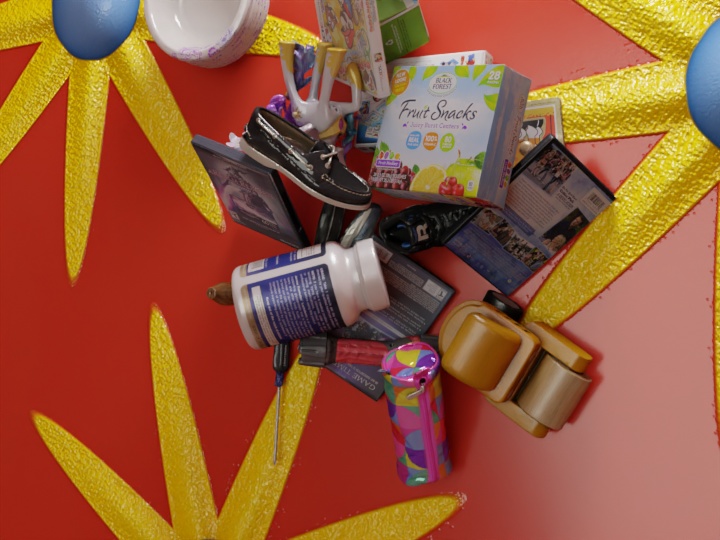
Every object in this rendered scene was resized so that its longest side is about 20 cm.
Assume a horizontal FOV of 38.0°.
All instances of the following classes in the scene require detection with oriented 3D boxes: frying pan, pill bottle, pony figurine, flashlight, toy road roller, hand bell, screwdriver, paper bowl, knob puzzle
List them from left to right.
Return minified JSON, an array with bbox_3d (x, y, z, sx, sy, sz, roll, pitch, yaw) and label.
[{"bbox_3d":[-0.228,-0.415,1.615,0.197,0.104,0.205,-1,87,26],"label":"paper bowl"},{"bbox_3d":[-0.158,0.034,1.511,0.102,0.199,0.107,-1,87,25],"label":"hand bell"},{"bbox_3d":[-0.126,0.192,1.581,0.027,0.029,0.205,3,85,26],"label":"screwdriver"},{"bbox_3d":[-0.075,-0.216,1.468,0.191,0.165,0.204,18,113,39],"label":"pony figurine"},{"bbox_3d":[-0.065,0.028,1.407,0.196,0.116,0.118,-15,81,5],"label":"pill bottle"},{"bbox_3d":[-0.048,-0.039,1.495,0.116,0.030,0.193,117,162,-48],"label":"frying pan"},{"bbox_3d":[0.013,0.116,1.450,0.195,0.069,0.068,5,135,-4],"label":"flashlight"},{"bbox_3d":[0.193,-0.126,1.434,0.216,0.030,0.225,-1,88,27],"label":"knob puzzle"},{"bbox_3d":[0.189,0.121,1.362,0.199,0.145,0.124,36,104,23],"label":"toy road roller"}]

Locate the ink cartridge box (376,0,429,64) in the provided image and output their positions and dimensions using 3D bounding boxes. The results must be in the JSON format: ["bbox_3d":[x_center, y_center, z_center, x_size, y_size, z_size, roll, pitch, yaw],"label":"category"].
[{"bbox_3d":[0.019,-0.402,1.421,0.075,0.200,0.150,-27,67,4],"label":"ink cartridge box"}]

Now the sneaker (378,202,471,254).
[{"bbox_3d":[0.116,-0.056,1.406,0.197,0.111,0.075,-8,100,34],"label":"sneaker"}]

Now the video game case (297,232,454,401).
[{"bbox_3d":[0.021,0.068,1.483,0.142,0.019,0.202,33,105,-7],"label":"video game case"}]

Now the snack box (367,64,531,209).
[{"bbox_3d":[0.112,-0.176,1.359,0.198,0.067,0.172,12,87,46],"label":"snack box"}]

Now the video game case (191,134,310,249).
[{"bbox_3d":[-0.156,-0.109,1.519,0.141,0.201,0.019,24,68,25],"label":"video game case"}]

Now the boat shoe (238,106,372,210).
[{"bbox_3d":[-0.067,-0.149,1.390,0.198,0.074,0.061,31,118,8],"label":"boat shoe"}]

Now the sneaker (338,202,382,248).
[{"bbox_3d":[0.000,0.000,1.511,0.085,0.078,0.203,24,108,4],"label":"sneaker"}]

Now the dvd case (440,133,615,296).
[{"bbox_3d":[0.219,-0.069,1.369,0.200,0.142,0.018,-43,32,19],"label":"dvd case"}]

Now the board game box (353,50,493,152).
[{"bbox_3d":[0.086,-0.235,1.470,0.197,0.034,0.129,2,81,32],"label":"board game box"}]

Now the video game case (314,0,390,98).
[{"bbox_3d":[-0.019,-0.345,1.447,0.200,0.022,0.185,-141,37,-61],"label":"video game case"}]

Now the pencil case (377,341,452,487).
[{"bbox_3d":[0.076,0.195,1.405,0.087,0.089,0.203,7,125,26],"label":"pencil case"}]
